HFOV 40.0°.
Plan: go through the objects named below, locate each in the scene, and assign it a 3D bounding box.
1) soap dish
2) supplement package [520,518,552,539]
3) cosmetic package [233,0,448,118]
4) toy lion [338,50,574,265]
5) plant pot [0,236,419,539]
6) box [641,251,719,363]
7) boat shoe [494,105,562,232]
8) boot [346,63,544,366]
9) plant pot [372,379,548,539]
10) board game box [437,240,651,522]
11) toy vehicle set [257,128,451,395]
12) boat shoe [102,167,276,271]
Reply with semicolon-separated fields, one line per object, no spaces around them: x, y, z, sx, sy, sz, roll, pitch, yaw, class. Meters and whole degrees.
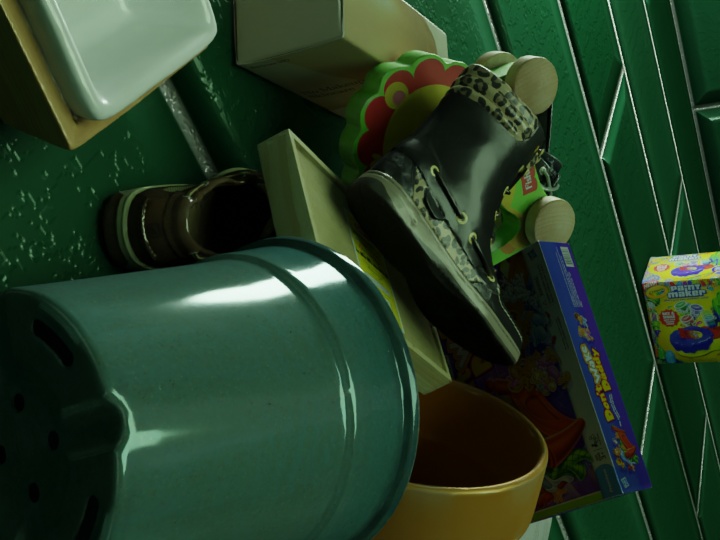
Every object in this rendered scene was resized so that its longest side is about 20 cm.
-0.172;-0.187;0.549;0.158;0.081;0.201;-56;133;-50;soap dish
0.091;0.212;0.930;0.201;0.120;0.120;65;34;-33;supplement package
-0.010;-0.187;0.833;0.199;0.104;0.072;11;74;-59;cosmetic package
0.076;-0.086;0.818;0.190;0.069;0.202;-24;117;-20;toy lion
-0.104;0.081;0.533;0.195;0.199;0.202;-1;86;-53;plant pot
0.696;0.074;2.014;0.122;0.198;0.194;-48;126;-53;box
0.159;-0.092;0.947;0.072;0.067;0.202;36;55;-54;boat shoe
0.090;-0.039;0.747;0.200;0.073;0.151;49;65;-25;boot
0.025;0.196;0.745;0.200;0.199;0.185;-22;125;-61;plant pot
0.136;0.096;0.799;0.045;0.134;0.202;3;65;-44;board game box
0.000;0.000;0.715;0.200;0.026;0.125;41;28;-51;toy vehicle set
-0.085;-0.033;0.690;0.202;0.074;0.075;-24;106;-61;boat shoe
